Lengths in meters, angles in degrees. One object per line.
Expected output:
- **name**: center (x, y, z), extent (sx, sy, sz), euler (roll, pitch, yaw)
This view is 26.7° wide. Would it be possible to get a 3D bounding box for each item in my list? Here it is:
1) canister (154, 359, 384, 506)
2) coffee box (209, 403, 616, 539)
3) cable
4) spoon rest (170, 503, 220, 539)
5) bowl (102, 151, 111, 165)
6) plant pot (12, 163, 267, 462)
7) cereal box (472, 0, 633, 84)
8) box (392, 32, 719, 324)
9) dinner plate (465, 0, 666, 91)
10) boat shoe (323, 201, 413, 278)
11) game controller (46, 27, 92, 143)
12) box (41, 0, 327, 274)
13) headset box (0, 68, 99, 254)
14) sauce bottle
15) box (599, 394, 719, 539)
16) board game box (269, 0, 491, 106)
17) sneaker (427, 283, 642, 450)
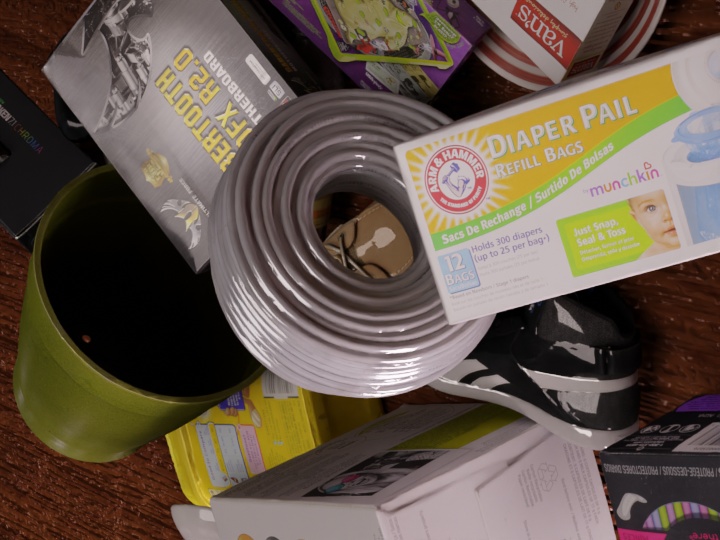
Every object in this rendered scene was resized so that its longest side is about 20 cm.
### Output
- **canister**: center (-0.072, 0.128, 1.257), extent (0.199, 0.086, 0.150), euler (-5, 102, 48)
- **coffee box**: center (0.047, 0.219, 1.069), extent (0.197, 0.199, 0.202), euler (-7, 101, 51)
- **cable**: center (0.002, -0.020, 0.972), extent (0.069, 0.198, 0.202), euler (125, 153, -60)
- **spoon rest**: center (-0.064, 0.220, 1.236), extent (0.099, 0.199, 0.061), euler (-14, 55, 55)
- **bowl**: center (-0.148, -0.106, 1.236), extent (0.200, 0.090, 0.203), euler (23, 123, 42)
- **plant pot**: center (-0.185, 0.052, 1.183), extent (0.202, 0.199, 0.193), euler (58, 140, 13)
- **cereal box**: center (0.118, -0.228, 0.876), extent (0.144, 0.039, 0.201), euler (48, 137, 23)
- **box**: center (0.135, -0.054, 0.863), extent (0.198, 0.101, 0.114), euler (-17, 94, 25)
- **dinner plate**: center (0.116, -0.210, 0.936), extent (0.199, 0.024, 0.202), euler (25, 125, 41)
- **boat shoe**: center (0.000, 0.000, 1.131), extent (0.072, 0.064, 0.200), euler (57, 140, 13)
- **game controller**: center (-0.165, -0.180, 1.184), extent (0.199, 0.042, 0.105), euler (-29, 63, 23)
- **box**: center (-0.120, -0.126, 1.101), extent (0.158, 0.048, 0.201), euler (-42, 81, 28)
- **headset box**: center (-0.275, -0.069, 1.320), extent (0.174, 0.093, 0.200), euler (42, 171, 28)
- **sauce bottle**: center (-0.044, -0.118, 1.125), extent (0.066, 0.066, 0.202), euler (28, 120, 38)
- **box**: center (0.239, 0.184, 0.906), extent (0.122, 0.105, 0.202), euler (-7, 102, 50)
- **board game box**: center (-0.013, -0.194, 1.018), extent (0.200, 0.032, 0.120), euler (44, 154, 2)
- **sneaker**: center (0.107, 0.033, 1.027), extent (0.199, 0.073, 0.113), euler (20, 118, 33)
